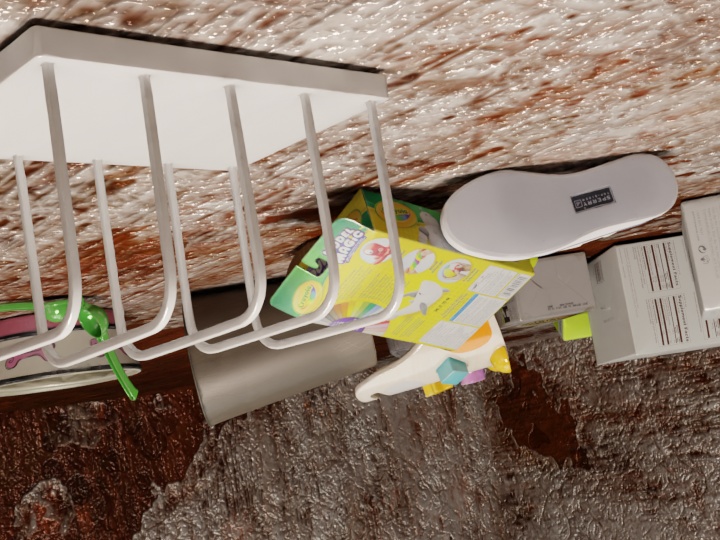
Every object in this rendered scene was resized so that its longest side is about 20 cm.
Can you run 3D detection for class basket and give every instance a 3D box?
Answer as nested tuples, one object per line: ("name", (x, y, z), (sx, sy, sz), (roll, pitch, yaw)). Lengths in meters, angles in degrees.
("basket", (-0.089, 0.077, 1.255), (0.197, 0.138, 0.181), (-14, -156, -3))

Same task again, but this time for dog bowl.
("dog bowl", (-0.356, 0.095, 1.287), (0.197, 0.075, 0.200), (-10, 172, -1))

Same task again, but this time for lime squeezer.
("lime squeezer", (-0.303, 0.058, 1.138), (0.199, 0.071, 0.038), (34, 165, -33))

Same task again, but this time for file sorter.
("file sorter", (-0.093, -0.025, 0.545), (0.198, 0.127, 0.138), (-1, 168, -44))

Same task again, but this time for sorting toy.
("sorting toy", (0.074, 0.104, 1.306), (0.178, 0.108, 0.200), (-25, 176, 0))

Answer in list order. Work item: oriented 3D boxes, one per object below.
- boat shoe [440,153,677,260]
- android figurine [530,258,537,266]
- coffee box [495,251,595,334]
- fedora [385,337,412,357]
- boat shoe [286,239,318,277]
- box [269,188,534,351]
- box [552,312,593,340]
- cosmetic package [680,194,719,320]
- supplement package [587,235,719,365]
("boat shoe", (0.155, -0.043, 0.894), (0.197, 0.075, 0.065), (-7, 168, -12))
("android figurine", (0.113, 0.005, 1.308), (0.180, 0.042, 0.199), (-13, 174, 34))
("coffee box", (0.221, 0.037, 1.523), (0.111, 0.081, 0.200), (-8, 172, -17))
("fedora", (0.109, 0.086, 1.705), (0.198, 0.092, 0.175), (-2, 169, -45))
("boat shoe", (0.000, 0.000, 1.022), (0.062, 0.075, 0.199), (0, 167, -37))
("box", (0.031, 0.003, 0.905), (0.198, 0.049, 0.117), (12, 134, -37))
("box", (0.378, 0.041, 1.662), (0.197, 0.048, 0.122), (-9, -152, -5))
("cosmetic package", (0.464, -0.024, 1.225), (0.197, 0.125, 0.199), (-13, 172, 16))
("supplement package", (0.426, 0.036, 1.508), (0.197, 0.150, 0.191), (-8, 172, -5))
